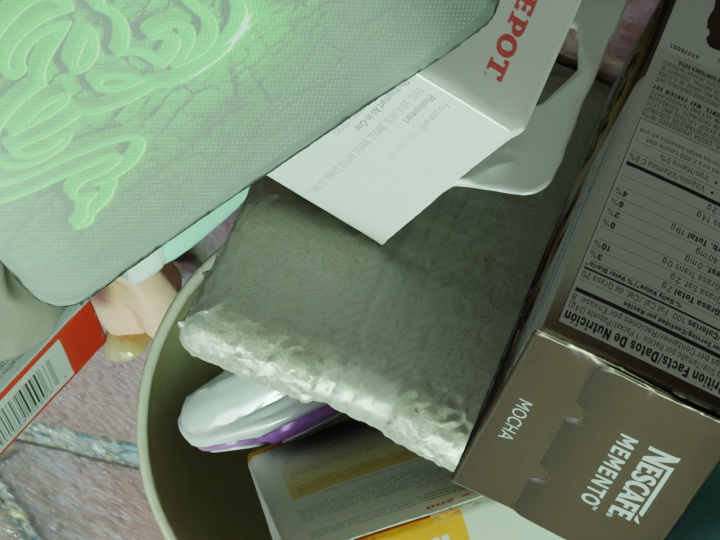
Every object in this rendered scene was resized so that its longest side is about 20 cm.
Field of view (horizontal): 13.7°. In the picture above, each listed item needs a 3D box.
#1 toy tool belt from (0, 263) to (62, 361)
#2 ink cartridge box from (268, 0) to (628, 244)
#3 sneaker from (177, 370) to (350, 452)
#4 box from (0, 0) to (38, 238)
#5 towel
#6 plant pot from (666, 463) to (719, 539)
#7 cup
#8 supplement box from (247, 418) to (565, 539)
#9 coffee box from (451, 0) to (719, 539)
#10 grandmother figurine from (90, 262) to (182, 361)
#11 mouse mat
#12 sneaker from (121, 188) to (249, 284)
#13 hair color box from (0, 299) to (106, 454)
[{"bbox_3d":[-0.234,0.001,1.320,0.200,0.125,0.123,-24,161,11],"label":"toy tool belt"},{"bbox_3d":[-0.007,-0.113,1.097,0.200,0.129,0.125,32,152,-11],"label":"ink cartridge box"},{"bbox_3d":[0.000,0.000,1.257,0.100,0.200,0.075,56,-173,6],"label":"sneaker"},{"bbox_3d":[-0.152,-0.133,1.058,0.159,0.046,0.201,40,137,46],"label":"box"},{"bbox_3d":[0.021,-0.018,1.166,0.132,0.200,0.035,23,142,3],"label":"towel"},{"bbox_3d":[0.195,0.141,1.238,0.200,0.200,0.135,25,118,-1],"label":"plant pot"},{"bbox_3d":[-0.004,0.064,1.368,0.200,0.201,0.143,28,179,-6],"label":"cup"},{"bbox_3d":[0.031,0.106,1.200,0.200,0.126,0.074,-129,21,-80],"label":"supplement box"},{"bbox_3d":[0.113,-0.009,1.090,0.080,0.200,0.113,25,146,0],"label":"coffee box"},{"bbox_3d":[-0.141,-0.034,1.426,0.121,0.061,0.200,-2,140,28],"label":"grandmother figurine"},{"bbox_3d":[-0.073,-0.090,0.996,0.200,0.008,0.161,-34,118,14],"label":"mouse mat"},{"bbox_3d":[-0.093,-0.085,1.282,0.200,0.118,0.074,50,164,39],"label":"sneaker"},{"bbox_3d":[-0.232,0.002,1.431,0.200,0.111,0.064,38,166,17],"label":"hair color box"}]
